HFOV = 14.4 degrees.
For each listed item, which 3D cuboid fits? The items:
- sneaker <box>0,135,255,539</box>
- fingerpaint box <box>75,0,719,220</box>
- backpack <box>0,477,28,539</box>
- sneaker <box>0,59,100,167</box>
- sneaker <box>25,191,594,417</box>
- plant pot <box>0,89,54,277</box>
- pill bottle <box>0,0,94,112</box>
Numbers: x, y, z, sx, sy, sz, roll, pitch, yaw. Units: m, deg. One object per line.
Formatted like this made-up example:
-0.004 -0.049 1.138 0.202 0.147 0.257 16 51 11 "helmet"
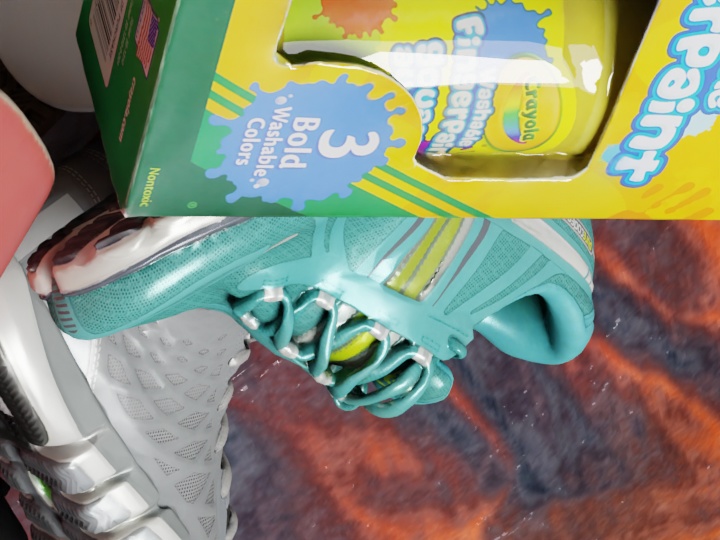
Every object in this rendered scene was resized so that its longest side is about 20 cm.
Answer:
-0.045 0.041 0.820 0.115 0.075 0.200 -42 134 -22 "sneaker"
0.038 -0.103 0.640 0.167 0.073 0.200 0 135 -20 "fingerpaint box"
-0.184 0.156 0.851 0.200 0.167 0.127 -39 137 18 "backpack"
-0.133 0.022 0.830 0.200 0.071 0.112 -41 139 -10 "sneaker"
0.000 0.000 0.756 0.200 0.078 0.080 -7 85 -47 "sneaker"
-0.182 -0.003 0.678 0.177 0.200 0.200 -49 144 -12 "plant pot"
-0.006 -0.092 0.801 0.200 0.109 0.109 -8 129 -45 "pill bottle"
